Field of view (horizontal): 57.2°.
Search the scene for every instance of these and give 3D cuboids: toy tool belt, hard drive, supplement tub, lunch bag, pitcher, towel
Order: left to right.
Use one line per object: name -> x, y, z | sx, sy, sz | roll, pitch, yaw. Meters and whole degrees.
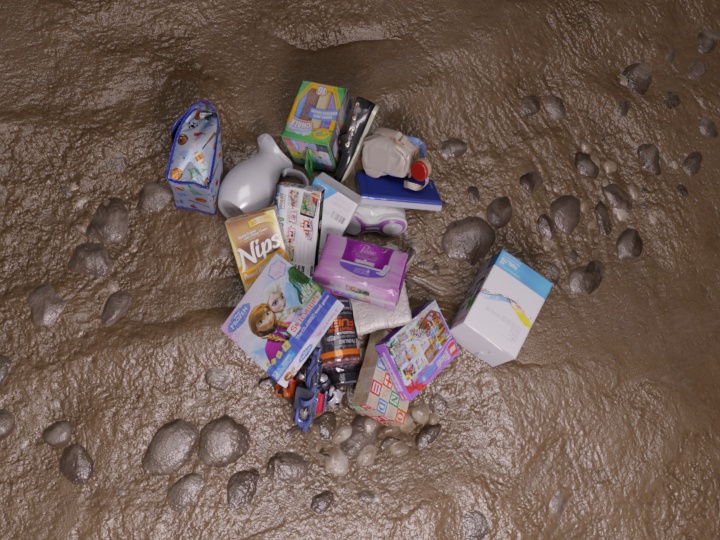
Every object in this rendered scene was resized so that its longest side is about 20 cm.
lunch bag -> -0.366, -0.256, 1.484 | 0.120, 0.170, 0.206 | 11, 75, -7
pitcher -> -0.222, -0.189, 1.525 | 0.170, 0.121, 0.202 | 36, 60, -6
supplement tub -> -0.057, 0.151, 1.465 | 0.104, 0.107, 0.206 | -8, 77, -12
towel -> 0.039, 0.038, 1.477 | 0.128, 0.035, 0.205 | -12, 61, 3
hard drive -> 0.089, -0.190, 1.584 | 0.193, 0.026, 0.133 | 4, 32, -9
toy tool belt -> 0.104, -0.278, 1.584 | 0.196, 0.128, 0.122 | 21, 37, 29

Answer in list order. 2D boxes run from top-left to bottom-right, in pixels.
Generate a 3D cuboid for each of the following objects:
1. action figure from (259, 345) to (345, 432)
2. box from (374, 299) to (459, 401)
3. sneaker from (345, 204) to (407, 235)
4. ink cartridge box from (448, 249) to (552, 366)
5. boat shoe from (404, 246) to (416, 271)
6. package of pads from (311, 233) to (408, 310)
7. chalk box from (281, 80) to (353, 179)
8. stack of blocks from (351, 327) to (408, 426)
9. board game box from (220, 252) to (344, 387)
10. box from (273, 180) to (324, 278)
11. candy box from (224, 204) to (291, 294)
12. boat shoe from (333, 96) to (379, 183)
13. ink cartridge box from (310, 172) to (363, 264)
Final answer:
action figure -> -0.115, 0.220, 1.395 | 0.190, 0.104, 0.205 | 26, 115, 15
box -> 0.130, 0.175, 1.473 | 0.198, 0.039, 0.140 | -34, 100, -40
sneaker -> 0.014, -0.137, 1.586 | 0.193, 0.076, 0.102 | 6, 51, -6
ink cartridge box -> 0.317, 0.091, 1.530 | 0.144, 0.147, 0.203 | 33, 71, -1
boat shoe -> 0.054, 0.012, 1.540 | 0.073, 0.075, 0.201 | 40, 71, 2
package of pads -> 0.000, 0.000, 1.430 | 0.194, 0.076, 0.123 | 14, 57, 7
chalk box -> -0.104, -0.319, 1.558 | 0.120, 0.125, 0.205 | 14, 71, 14
stack of blocks -> 0.062, 0.226, 1.468 | 0.114, 0.058, 0.205 | 32, 60, -29
board game box -> -0.163, 0.096, 1.351 | 0.198, 0.041, 0.202 | 33, 83, 33
box -> -0.143, -0.089, 1.478 | 0.107, 0.035, 0.206 | 11, 111, 8
candy box -> -0.214, -0.028, 1.453 | 0.112, 0.055, 0.206 | -14, 107, 0
boat shoe -> -0.021, -0.299, 1.534 | 0.062, 0.074, 0.206 | 23, 108, -1
ink cartridge box -> -0.092, -0.105, 1.517 | 0.114, 0.067, 0.203 | 30, 113, 0
